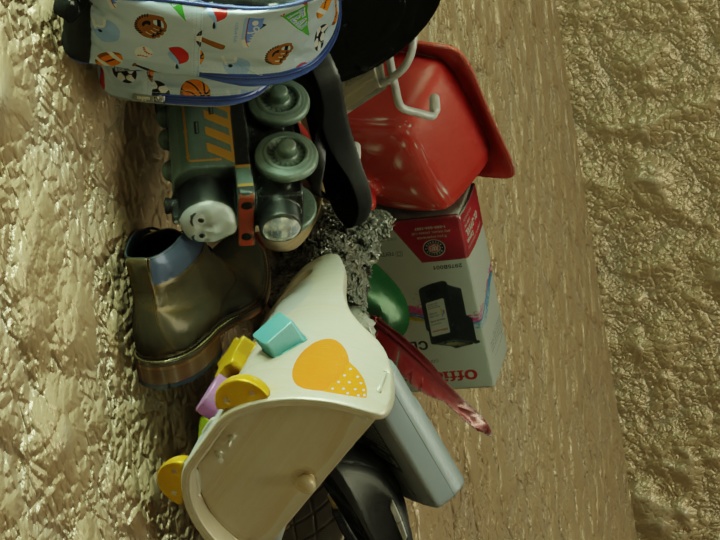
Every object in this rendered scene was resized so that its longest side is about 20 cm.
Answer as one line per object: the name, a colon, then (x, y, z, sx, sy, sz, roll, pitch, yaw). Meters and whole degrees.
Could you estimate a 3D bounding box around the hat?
hat: (0.034, 0.030, 1.515, 0.166, 0.174, 0.202, -64, 145, -58)

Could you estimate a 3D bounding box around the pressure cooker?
pressure cooker: (-0.041, -0.277, 1.327, 0.201, 0.178, 0.176, 62, 16, 22)

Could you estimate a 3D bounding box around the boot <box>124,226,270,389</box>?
boot: (-0.118, -0.004, 1.194, 0.200, 0.074, 0.098, -63, 147, -59)

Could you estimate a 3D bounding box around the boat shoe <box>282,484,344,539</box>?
boat shoe: (-0.041, 0.154, 1.407, 0.072, 0.075, 0.203, -9, 96, -77)

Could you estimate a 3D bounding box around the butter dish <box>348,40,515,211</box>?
butter dish: (0.023, -0.122, 1.576, 0.149, 0.198, 0.200, -60, 143, -25)

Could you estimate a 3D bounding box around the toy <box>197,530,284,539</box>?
toy: (-0.094, 0.174, 1.258, 0.201, 0.047, 0.116, -67, 146, -46)

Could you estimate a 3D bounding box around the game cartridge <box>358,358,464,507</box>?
game cartridge: (0.002, 0.107, 1.237, 0.134, 0.041, 0.200, 56, -16, -27)

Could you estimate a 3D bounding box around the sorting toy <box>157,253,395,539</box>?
sorting toy: (-0.060, 0.079, 1.158, 0.200, 0.106, 0.181, -53, -164, 37)

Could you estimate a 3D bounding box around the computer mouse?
computer mouse: (0.007, 0.182, 1.244, 0.201, 0.046, 0.140, 61, -13, -27)

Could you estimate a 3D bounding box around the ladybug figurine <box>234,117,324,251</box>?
ladybug figurine: (-0.079, -0.091, 1.356, 0.201, 0.071, 0.137, -70, 149, -57)

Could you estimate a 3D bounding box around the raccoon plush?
raccoon plush: (0.000, 0.000, 1.383, 0.097, 0.199, 0.135, 43, 79, -36)

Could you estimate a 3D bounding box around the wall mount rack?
wall mount rack: (0.002, -0.197, 1.461, 0.074, 0.199, 0.176, 6, 67, -40)

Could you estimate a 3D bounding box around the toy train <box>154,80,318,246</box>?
toy train: (-0.093, -0.102, 1.186, 0.086, 0.112, 0.202, 94, -11, -53)

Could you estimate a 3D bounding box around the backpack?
backpack: (-0.102, -0.203, 1.112, 0.155, 0.188, 0.202, 89, 6, -54)

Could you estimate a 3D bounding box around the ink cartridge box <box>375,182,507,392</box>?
ink cartridge box: (0.062, 0.022, 1.670, 0.083, 0.144, 0.202, -64, 144, -59)

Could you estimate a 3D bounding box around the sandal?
sandal: (-0.035, -0.109, 1.299, 0.076, 0.043, 0.201, 52, -14, 39)
